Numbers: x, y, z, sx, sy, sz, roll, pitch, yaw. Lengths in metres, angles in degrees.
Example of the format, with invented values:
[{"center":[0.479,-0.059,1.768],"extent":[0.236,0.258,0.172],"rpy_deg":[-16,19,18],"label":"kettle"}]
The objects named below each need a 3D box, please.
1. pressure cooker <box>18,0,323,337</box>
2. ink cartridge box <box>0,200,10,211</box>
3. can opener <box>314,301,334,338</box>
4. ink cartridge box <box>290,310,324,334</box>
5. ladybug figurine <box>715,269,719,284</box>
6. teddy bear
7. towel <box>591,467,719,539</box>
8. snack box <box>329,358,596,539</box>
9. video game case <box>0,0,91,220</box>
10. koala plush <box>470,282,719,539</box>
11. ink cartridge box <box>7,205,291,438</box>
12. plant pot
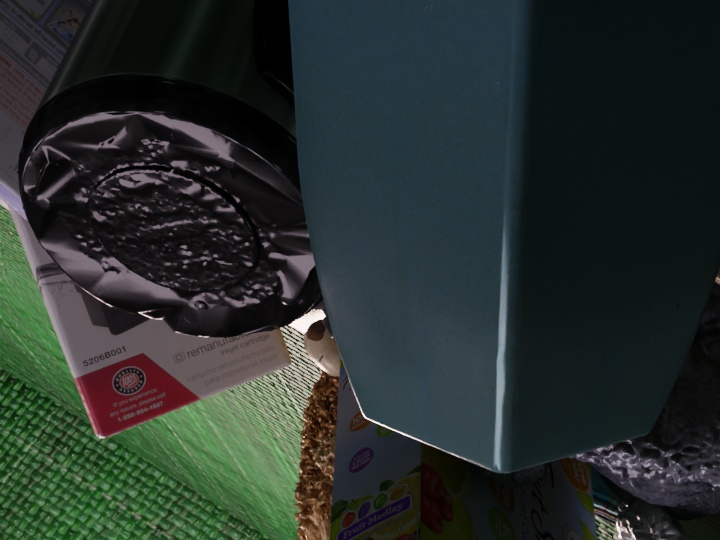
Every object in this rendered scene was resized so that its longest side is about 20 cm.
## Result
[{"center":[-0.069,-0.090,1.026],"extent":[0.178,0.200,0.176],"rpy_deg":[15,139,5],"label":"pressure cooker"},{"center":[-0.160,-0.052,1.479],"extent":[0.200,0.116,0.068],"rpy_deg":[32,167,7],"label":"ink cartridge box"},{"center":[0.000,0.000,1.094],"extent":[0.053,0.067,0.200],"rpy_deg":[44,-172,-31],"label":"can opener"},{"center":[0.034,0.017,1.333],"extent":[0.200,0.084,0.176],"rpy_deg":[29,163,19],"label":"ink cartridge box"},{"center":[0.194,-0.028,0.860],"extent":[0.200,0.072,0.136],"rpy_deg":[29,163,21],"label":"ladybug figurine"},{"center":[-0.015,0.103,1.229],"extent":[0.067,0.145,0.200],"rpy_deg":[14,123,4],"label":"teddy bear"},{"center":[0.201,0.133,1.268],"extent":[0.200,0.022,0.147],"rpy_deg":[26,-151,10],"label":"towel"},{"center":[0.060,0.138,1.075],"extent":[0.068,0.200,0.169],"rpy_deg":[-30,121,25],"label":"snack box"},{"center":[-0.175,-0.138,1.109],"extent":[0.200,0.181,0.045],"rpy_deg":[42,165,-24],"label":"video game case"},{"center":[0.166,0.075,1.071],"extent":[0.183,0.178,0.200],"rpy_deg":[13,154,21],"label":"koala plush"},{"center":[-0.151,-0.003,1.384],"extent":[0.083,0.145,0.201],"rpy_deg":[170,80,-82],"label":"ink cartridge box"},{"center":[0.064,-0.031,0.804],"extent":[0.141,0.201,0.141],"rpy_deg":[-10,-162,-38],"label":"plant pot"}]
